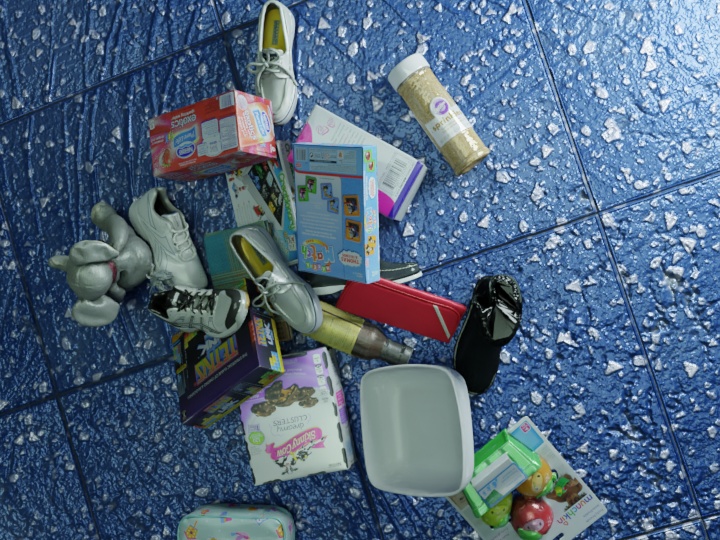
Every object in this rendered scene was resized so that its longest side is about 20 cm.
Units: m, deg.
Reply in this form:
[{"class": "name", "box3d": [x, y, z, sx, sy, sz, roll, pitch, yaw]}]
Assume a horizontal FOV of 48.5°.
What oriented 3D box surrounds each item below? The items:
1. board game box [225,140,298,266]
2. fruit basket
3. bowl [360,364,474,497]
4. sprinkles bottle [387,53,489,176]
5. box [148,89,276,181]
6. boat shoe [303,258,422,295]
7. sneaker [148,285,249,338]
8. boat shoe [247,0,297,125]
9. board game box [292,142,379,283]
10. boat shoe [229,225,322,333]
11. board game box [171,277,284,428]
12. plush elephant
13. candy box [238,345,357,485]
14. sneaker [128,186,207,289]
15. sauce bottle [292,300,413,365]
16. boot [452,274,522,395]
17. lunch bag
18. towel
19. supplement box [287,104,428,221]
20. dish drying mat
[{"class": "board game box", "box3d": [-0.153, -0.101, 1.333, 0.126, 0.035, 0.201, -15, 87, 32]}, {"class": "fruit basket", "box3d": [0.254, 0.361, 1.249, 0.185, 0.094, 0.200, -40, 86, 8]}, {"class": "bowl", "box3d": [0.097, 0.246, 1.257, 0.199, 0.074, 0.201, -9, 85, 43]}, {"class": "sprinkles bottle", "box3d": [0.126, -0.251, 1.286, 0.068, 0.068, 0.201, -35, 84, 8]}, {"class": "box", "box3d": [-0.243, -0.215, 1.306, 0.199, 0.095, 0.101, -10, 83, 33]}, {"class": "boat shoe", "box3d": [0.000, 0.000, 1.305, 0.198, 0.076, 0.061, -8, 94, 10]}, {"class": "sneaker", "box3d": [-0.260, 0.061, 1.256, 0.199, 0.087, 0.076, -9, 63, 42]}, {"class": "boat shoe", "box3d": [-0.144, -0.346, 1.319, 0.074, 0.086, 0.204, 4, 90, 10]}, {"class": "board game box", "box3d": [-0.038, -0.090, 1.211, 0.151, 0.036, 0.202, 11, 107, 42]}, {"class": "boat shoe", "box3d": [-0.140, 0.017, 1.247, 0.074, 0.086, 0.203, -37, 82, 27]}, {"class": "board game box", "box3d": [-0.219, 0.135, 1.288, 0.200, 0.057, 0.166, -37, 50, 28]}, {"class": "plush elephant", "box3d": [-0.429, -0.003, 1.307, 0.199, 0.154, 0.166, 24, 111, 32]}, {"class": "candy box", "box3d": [-0.109, 0.239, 1.325, 0.167, 0.072, 0.202, -13, 87, 11]}, {"class": "sneaker", "box3d": [-0.320, -0.050, 1.350, 0.201, 0.074, 0.087, 56, 135, 4]}, {"class": "sauce bottle", "box3d": [-0.012, 0.107, 1.310, 0.199, 0.065, 0.065, 25, 94, 3]}, {"class": "boot", "box3d": [0.191, 0.102, 1.220, 0.076, 0.168, 0.202, 12, 92, 4]}, {"class": "lunch bag", "box3d": [-0.210, 0.479, 1.341, 0.198, 0.077, 0.162, -3, 91, 11]}, {"class": "towel", "box3d": [-0.189, 0.025, 1.338, 0.146, 0.022, 0.202, -9, 96, 32]}, {"class": "supplement box", "box3d": [-0.003, -0.171, 1.292, 0.199, 0.103, 0.102, 30, 96, 8]}, {"class": "dish drying mat", "box3d": [0.066, 0.059, 1.275, 0.199, 0.018, 0.077, 18, 120, -14]}]
